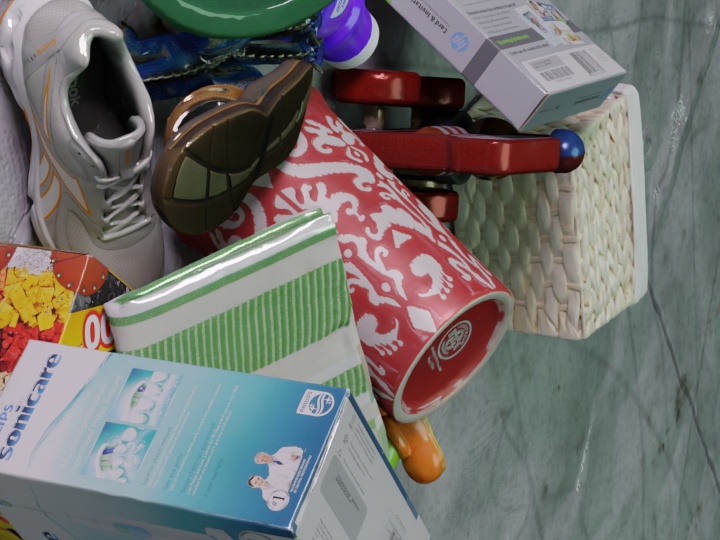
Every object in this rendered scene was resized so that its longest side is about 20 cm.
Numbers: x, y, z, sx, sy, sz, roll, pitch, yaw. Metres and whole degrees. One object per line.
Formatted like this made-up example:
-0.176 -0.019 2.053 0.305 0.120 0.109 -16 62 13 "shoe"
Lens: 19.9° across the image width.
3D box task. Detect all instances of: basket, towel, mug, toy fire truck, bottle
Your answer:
0.159 -0.051 1.749 0.123 0.134 0.202 -40 130 -51 "basket"
-0.063 0.074 1.215 0.152 0.023 0.201 -25 126 -18 "towel"
0.004 -0.009 1.334 0.177 0.200 0.134 -4 131 -57 "mug"
0.074 -0.088 1.535 0.200 0.166 0.113 -5 101 -62 "toy fire truck"
-0.046 -0.199 1.387 0.200 0.065 0.084 42 57 -58 "bottle"

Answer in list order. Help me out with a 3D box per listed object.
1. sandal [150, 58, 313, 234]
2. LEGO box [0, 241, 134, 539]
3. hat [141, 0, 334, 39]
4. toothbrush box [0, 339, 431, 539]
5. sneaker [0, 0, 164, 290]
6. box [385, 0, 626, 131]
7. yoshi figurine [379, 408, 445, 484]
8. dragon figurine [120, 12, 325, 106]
-0.082 -0.082 1.198 0.200 0.054 0.082 -51 161 -58 "sandal"
-0.163 0.093 1.210 0.200 0.076 0.150 46 55 -57 "LEGO box"
-0.082 -0.253 1.249 0.198 0.176 0.167 -18 124 -17 "hat"
-0.083 0.122 1.072 0.086 0.198 0.147 -66 147 -30 "toothbrush box"
-0.148 -0.060 1.171 0.075 0.092 0.201 -29 122 -23 "sneaker"
0.091 -0.193 1.532 0.041 0.200 0.156 -50 166 27 "box"
-0.044 0.158 1.335 0.199 0.112 0.113 -27 158 -19 "yoshi figurine"
-0.093 -0.129 1.273 0.200 0.099 0.059 -39 129 -54 "dragon figurine"
